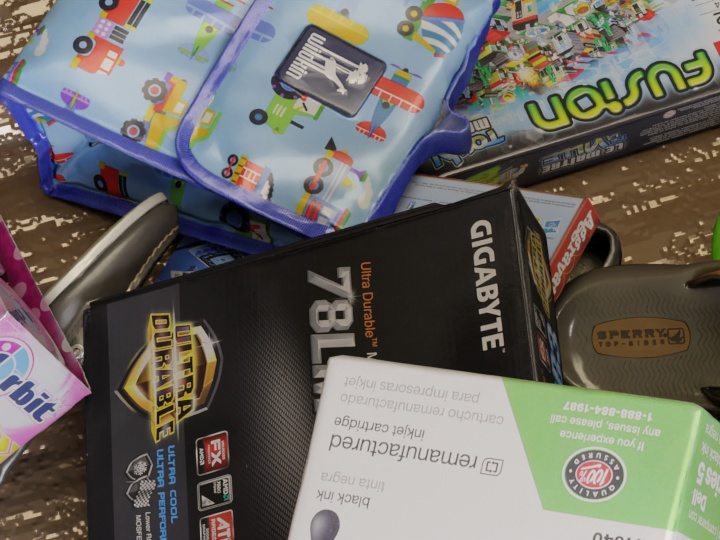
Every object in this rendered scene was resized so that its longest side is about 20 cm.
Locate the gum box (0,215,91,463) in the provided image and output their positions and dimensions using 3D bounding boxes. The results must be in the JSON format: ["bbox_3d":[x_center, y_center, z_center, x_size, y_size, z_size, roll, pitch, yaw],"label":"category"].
[{"bbox_3d":[-0.208,0.010,1.193,0.113,0.066,0.200,-38,45,4],"label":"gum box"}]

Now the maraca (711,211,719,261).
[{"bbox_3d":[0.248,0.020,1.229,0.200,0.107,0.137,31,64,0],"label":"maraca"}]

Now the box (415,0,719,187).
[{"bbox_3d":[0.094,-0.103,1.328,0.199,0.035,0.110,-18,64,-10],"label":"box"}]

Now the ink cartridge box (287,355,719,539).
[{"bbox_3d":[0.045,0.143,0.966,0.145,0.084,0.201,6,75,25],"label":"ink cartridge box"}]

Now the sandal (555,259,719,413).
[{"bbox_3d":[0.165,0.021,1.162,0.199,0.055,0.082,-3,91,24],"label":"sandal"}]

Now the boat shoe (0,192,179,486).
[{"bbox_3d":[-0.140,0.054,1.220,0.057,0.067,0.200,43,82,1],"label":"boat shoe"}]

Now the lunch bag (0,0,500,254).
[{"bbox_3d":[-0.038,-0.085,1.262,0.199,0.094,0.151,20,66,22],"label":"lunch bag"}]

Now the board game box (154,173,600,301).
[{"bbox_3d":[0.000,0.000,1.228,0.199,0.019,0.103,10,57,38],"label":"board game box"}]

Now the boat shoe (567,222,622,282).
[{"bbox_3d":[0.033,0.035,1.236,0.200,0.065,0.073,-35,68,-18],"label":"boat shoe"}]

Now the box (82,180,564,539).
[{"bbox_3d":[-0.013,0.080,1.109,0.198,0.050,0.201,-16,55,18],"label":"box"}]
